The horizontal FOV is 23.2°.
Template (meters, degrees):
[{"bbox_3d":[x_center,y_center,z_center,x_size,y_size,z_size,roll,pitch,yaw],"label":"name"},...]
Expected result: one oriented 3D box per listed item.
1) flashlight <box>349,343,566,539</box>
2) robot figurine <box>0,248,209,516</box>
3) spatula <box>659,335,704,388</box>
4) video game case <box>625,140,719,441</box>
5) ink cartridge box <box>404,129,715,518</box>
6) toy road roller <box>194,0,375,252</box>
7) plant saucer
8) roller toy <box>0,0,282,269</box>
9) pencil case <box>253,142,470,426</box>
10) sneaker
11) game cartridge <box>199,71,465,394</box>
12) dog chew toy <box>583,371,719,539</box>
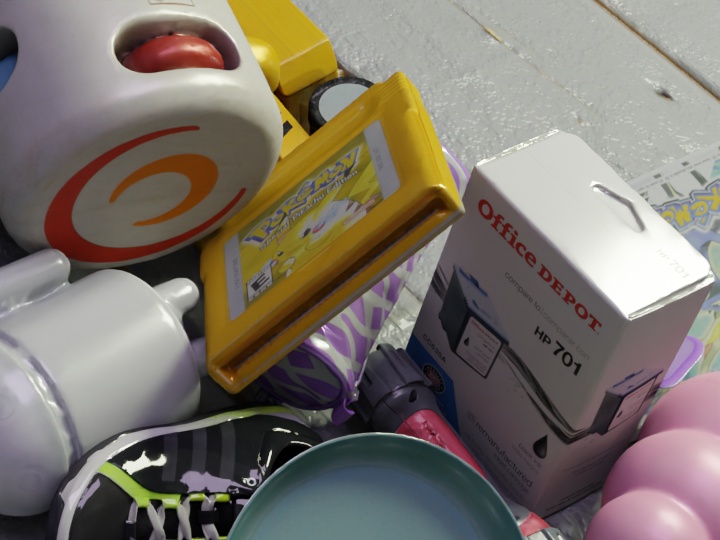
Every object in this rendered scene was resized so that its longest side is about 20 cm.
[{"bbox_3d":[0.057,0.131,1.102,0.068,0.068,0.200,-19,56,-32],"label":"flashlight"},{"bbox_3d":[-0.176,0.073,1.053,0.200,0.113,0.170,-28,93,-37],"label":"robot figurine"},{"bbox_3d":[0.143,0.036,1.209,0.200,0.021,0.056,23,49,34],"label":"spatula"},{"bbox_3d":[0.236,0.004,1.219,0.199,0.022,0.183,-24,58,8],"label":"video game case"},{"bbox_3d":[0.117,0.037,1.115,0.086,0.200,0.147,-23,56,-33],"label":"ink cartridge box"},{"bbox_3d":[-0.078,-0.097,1.246,0.146,0.123,0.200,-28,59,-22],"label":"toy road roller"},{"bbox_3d":[0.007,0.193,0.992,0.199,0.027,0.201,3,82,-22],"label":"plant saucer"},{"bbox_3d":[-0.150,-0.104,1.094,0.199,0.183,0.140,-27,65,2],"label":"roller toy"},{"bbox_3d":[0.000,0.000,1.125,0.085,0.084,0.200,32,61,-2],"label":"pencil case"},{"bbox_3d":[-0.090,0.127,1.023,0.083,0.072,0.200,23,34,39],"label":"sneaker"},{"bbox_3d":[-0.026,-0.032,1.073,0.032,0.176,0.200,46,13,-25],"label":"game cartridge"},{"bbox_3d":[0.206,0.145,1.084,0.124,0.125,0.200,37,42,19],"label":"dog chew toy"}]
